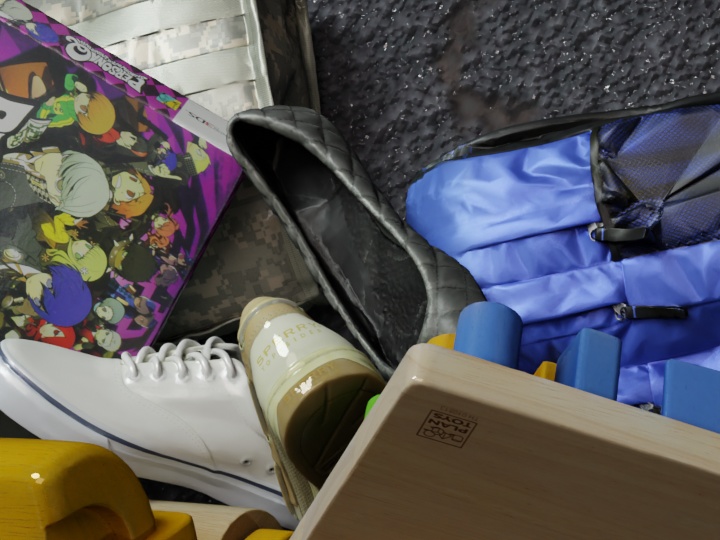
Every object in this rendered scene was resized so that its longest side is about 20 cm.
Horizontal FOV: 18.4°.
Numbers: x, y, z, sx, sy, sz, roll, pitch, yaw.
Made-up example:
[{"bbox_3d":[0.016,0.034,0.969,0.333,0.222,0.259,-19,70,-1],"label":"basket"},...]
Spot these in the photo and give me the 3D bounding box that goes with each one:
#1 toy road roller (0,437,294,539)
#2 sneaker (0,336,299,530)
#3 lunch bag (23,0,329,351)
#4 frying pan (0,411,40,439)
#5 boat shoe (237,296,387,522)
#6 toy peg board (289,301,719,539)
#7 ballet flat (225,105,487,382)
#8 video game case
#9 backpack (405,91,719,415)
[{"bbox_3d":[-0.121,0.131,1.002,0.122,0.200,0.147,0,109,32],"label":"toy road roller"},{"bbox_3d":[-0.086,0.063,1.087,0.071,0.199,0.073,-63,24,16],"label":"sneaker"},{"bbox_3d":[-0.106,-0.055,1.173,0.163,0.118,0.202,-14,71,14],"label":"lunch bag"},{"bbox_3d":[-0.161,0.106,1.121,0.189,0.031,0.116,17,105,-2],"label":"frying pan"},{"bbox_3d":[-0.010,0.082,1.036,0.073,0.201,0.063,-36,58,-5],"label":"boat shoe"},{"bbox_3d":[0.086,0.082,0.882,0.199,0.200,0.098,17,53,-9],"label":"toy peg board"},{"bbox_3d":[0.000,0.000,1.005,0.200,0.057,0.067,51,121,34],"label":"ballet flat"},{"bbox_3d":[-0.171,-0.025,1.110,0.181,0.036,0.201,30,115,-1],"label":"video game case"},{"bbox_3d":[0.121,0.009,1.045,0.198,0.163,0.169,-6,69,14],"label":"backpack"}]
